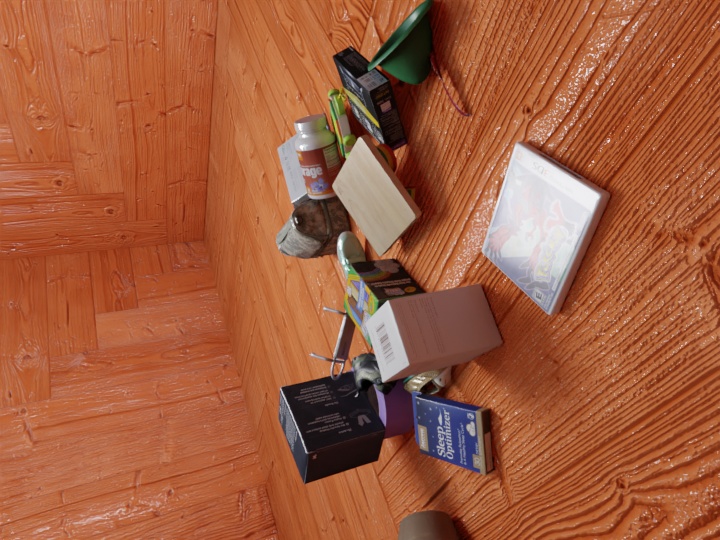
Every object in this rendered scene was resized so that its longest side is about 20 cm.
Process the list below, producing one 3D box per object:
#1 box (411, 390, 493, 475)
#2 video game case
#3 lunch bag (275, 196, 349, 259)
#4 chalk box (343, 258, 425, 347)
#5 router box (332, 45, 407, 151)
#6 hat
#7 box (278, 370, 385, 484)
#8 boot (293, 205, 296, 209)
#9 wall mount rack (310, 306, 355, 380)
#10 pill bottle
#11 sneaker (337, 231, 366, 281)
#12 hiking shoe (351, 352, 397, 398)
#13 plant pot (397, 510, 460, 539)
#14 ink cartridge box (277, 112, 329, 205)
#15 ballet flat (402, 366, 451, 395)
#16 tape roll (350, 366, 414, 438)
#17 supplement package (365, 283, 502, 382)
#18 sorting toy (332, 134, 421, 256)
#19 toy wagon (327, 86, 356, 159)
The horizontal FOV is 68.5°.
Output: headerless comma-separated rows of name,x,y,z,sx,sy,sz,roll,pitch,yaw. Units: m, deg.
box,0.170,0.317,1.050,0.199,0.032,0.123,0,97,50
video game case,0.268,-0.066,0.804,0.183,0.023,0.202,-126,37,-47
lunch bag,-0.142,-0.115,1.505,0.200,0.166,0.141,142,118,-62
chalk box,0.060,0.080,1.175,0.200,0.123,0.125,-127,38,-48
router box,0.020,-0.369,1.140,0.201,0.052,0.158,58,175,42
hat,0.126,-0.383,1.017,0.165,0.176,0.201,-23,32,52
box,-0.074,0.365,1.259,0.200,0.194,0.119,53,143,46
boot,-0.190,-0.259,1.679,0.097,0.074,0.203,36,131,54
wall mount rack,-0.053,0.167,1.321,0.074,0.174,0.203,12,81,23
pill bottle,-0.110,-0.300,1.395,0.112,0.111,0.202,36,144,57
sneaker,0.000,0.000,1.336,0.118,0.073,0.203,-163,58,-70
hiking shoe,0.070,0.223,1.171,0.198,0.075,0.102,-24,58,31
plant pot,0.144,0.604,1.090,0.202,0.197,0.176,109,161,-44
ink cartridge box,-0.144,-0.323,1.551,0.199,0.043,0.199,-28,67,28
ballet flat,0.153,0.216,1.102,0.065,0.070,0.200,46,148,10
tape roll,0.051,0.309,1.303,0.200,0.084,0.203,26,119,61
supplement package,0.129,0.111,0.943,0.117,0.198,0.118,-52,51,56
sorting toy,0.046,-0.164,1.144,0.201,0.069,0.199,56,151,8
toy wagon,-0.048,-0.372,1.310,0.200,0.039,0.157,79,174,-69
